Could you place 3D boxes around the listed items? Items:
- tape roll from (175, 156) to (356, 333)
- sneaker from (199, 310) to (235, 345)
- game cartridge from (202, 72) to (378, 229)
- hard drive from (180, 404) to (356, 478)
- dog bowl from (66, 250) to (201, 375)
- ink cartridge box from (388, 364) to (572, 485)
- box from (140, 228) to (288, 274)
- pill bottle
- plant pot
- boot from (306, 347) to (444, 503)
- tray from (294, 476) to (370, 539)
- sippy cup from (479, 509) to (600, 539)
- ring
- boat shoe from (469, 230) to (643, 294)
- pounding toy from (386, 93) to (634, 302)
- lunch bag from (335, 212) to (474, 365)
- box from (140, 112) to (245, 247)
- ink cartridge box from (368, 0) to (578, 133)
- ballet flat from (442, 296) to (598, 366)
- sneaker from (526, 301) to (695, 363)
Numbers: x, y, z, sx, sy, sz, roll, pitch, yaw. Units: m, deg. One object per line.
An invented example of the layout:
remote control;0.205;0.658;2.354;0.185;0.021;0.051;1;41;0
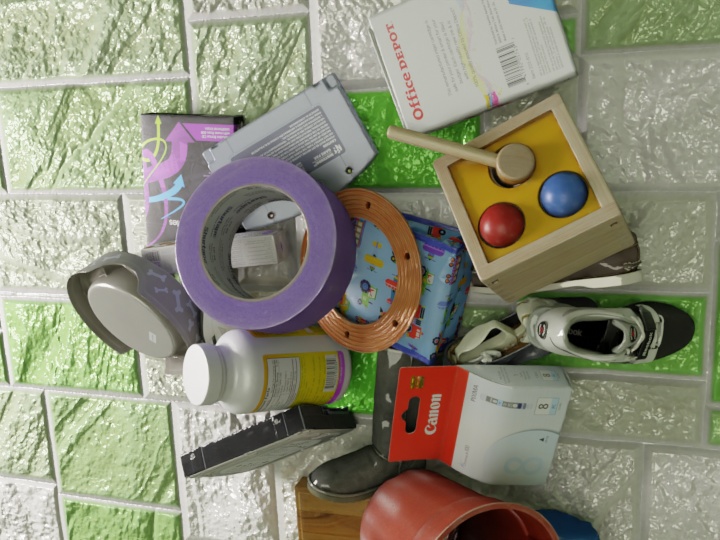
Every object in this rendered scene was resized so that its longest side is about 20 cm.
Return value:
tape roll;-0.110;-0.027;0.918;0.199;0.085;0.201;-2;82;16
sneaker;-0.155;0.093;1.061;0.115;0.076;0.202;9;119;6
game cartridge;-0.085;-0.141;0.983;0.199;0.041;0.134;-28;95;13
hard drive;-0.121;0.231;1.042;0.199;0.140;0.038;-26;70;20
dog bowl;-0.300;0.056;1.060;0.199;0.059;0.201;21;143;17
ink cartridge box;0.140;0.189;0.937;0.199;0.047;0.161;1;123;-7
box;-0.194;-0.023;1.026;0.199;0.039;0.042;-6;104;19
pill bottle;-0.116;0.124;0.977;0.104;0.199;0.105;-2;87;53
plant pot;0.103;0.340;0.926;0.200;0.195;0.202;-2;96;-23
boot;0.024;0.190;0.995;0.181;0.073;0.201;-4;115;-25
tray;0.008;0.350;1.083;0.199;0.037;0.099;1;102;19
sippy cup;0.241;0.376;0.969;0.177;0.140;0.131;9;95;-3
ring;0.000;0.000;0.948;0.200;0.019;0.202;8;103;41
boat shoe;0.225;-0.006;0.913;0.199;0.072;0.060;-6;93;16
pounding toy;0.162;-0.093;0.849;0.183;0.142;0.201;-27;64;17
lunch bag;0.031;0.005;0.977;0.199;0.094;0.151;20;111;23
box;-0.226;-0.110;1.055;0.142;0.036;0.201;5;106;17
ink cartridge box;0.127;-0.252;0.880;0.199;0.085;0.145;-18;96;20
ballet flat;0.186;0.076;0.929;0.199;0.073;0.073;-27;93;15
sneaker;0.295;0.075;0.868;0.199;0.088;0.075;-1;94;-11
